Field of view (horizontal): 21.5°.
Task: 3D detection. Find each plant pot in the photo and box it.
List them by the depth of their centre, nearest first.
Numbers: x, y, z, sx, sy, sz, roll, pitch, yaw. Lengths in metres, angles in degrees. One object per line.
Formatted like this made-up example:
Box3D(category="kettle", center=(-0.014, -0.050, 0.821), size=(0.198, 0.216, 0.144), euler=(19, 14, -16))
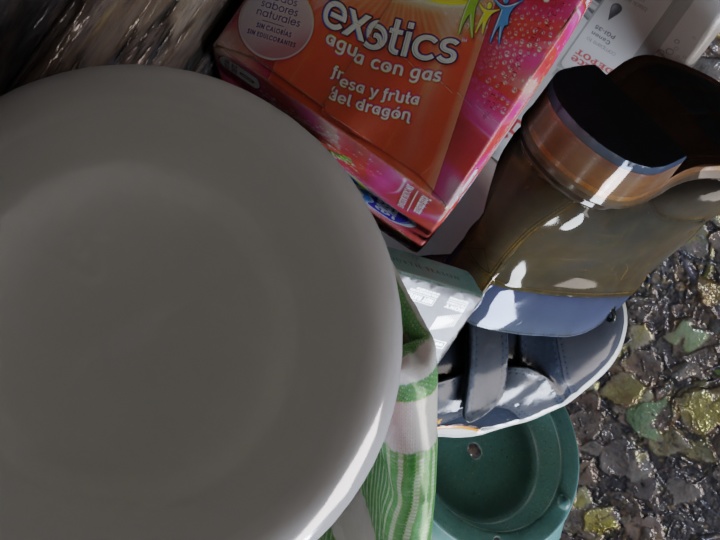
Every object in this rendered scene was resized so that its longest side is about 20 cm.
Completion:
Box3D(category="plant pot", center=(0.038, 0.114, 1.060), size=(0.200, 0.200, 0.134), euler=(-54, -168, -33))

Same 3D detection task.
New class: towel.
Box3D(category="towel", center=(-0.009, 0.081, 0.607), size=(0.153, 0.023, 0.201), euler=(-119, -149, -59))

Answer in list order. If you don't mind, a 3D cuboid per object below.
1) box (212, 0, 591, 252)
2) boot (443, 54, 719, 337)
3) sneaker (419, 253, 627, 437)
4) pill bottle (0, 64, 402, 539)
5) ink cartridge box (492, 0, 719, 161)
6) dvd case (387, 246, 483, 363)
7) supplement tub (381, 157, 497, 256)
Box3D(category="box", center=(0.015, -0.078, 0.696), size=(0.100, 0.095, 0.200), euler=(-56, 179, -4))
Box3D(category="boot", center=(0.103, -0.029, 0.763), size=(0.200, 0.075, 0.097), euler=(-3, 138, -54))
Box3D(category="sneaker", center=(0.016, 0.032, 0.765), size=(0.079, 0.199, 0.079), euler=(128, -47, -83))
Box3D(category="pill bottle", center=(-0.051, 0.023, 0.469), size=(0.112, 0.112, 0.200), euler=(-55, 179, -7))
Box3D(category="ink cartridge box", center=(0.097, -0.147, 0.823), size=(0.200, 0.146, 0.083), euler=(-56, 178, 33))
Box3D(category="dvd case", center=(-0.064, 0.064, 0.693), size=(0.200, 0.146, 0.022), euler=(-59, -145, 23))
Box3D(category="supplement tub", center=(0.000, 0.000, 0.904), size=(0.145, 0.144, 0.200), euler=(-55, -177, -2))
